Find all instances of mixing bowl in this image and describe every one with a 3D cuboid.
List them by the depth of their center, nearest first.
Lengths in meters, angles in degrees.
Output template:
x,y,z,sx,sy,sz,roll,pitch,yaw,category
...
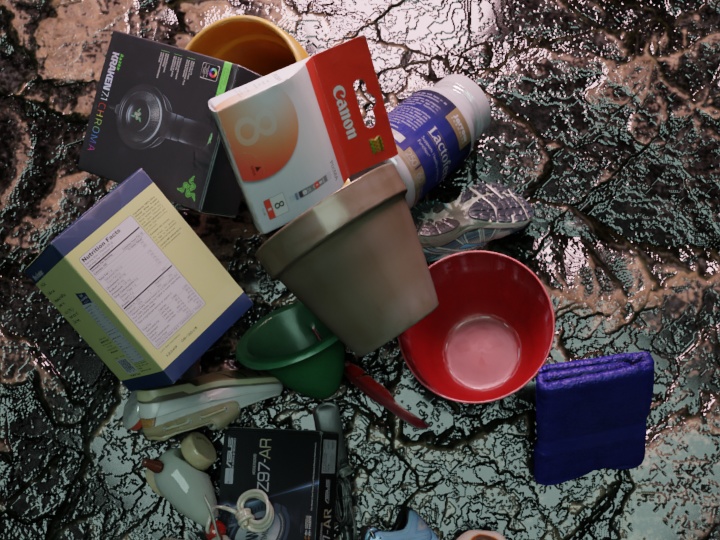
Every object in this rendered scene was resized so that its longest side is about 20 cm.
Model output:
x,y,z,sx,sy,sz,roll,pitch,yaw,category
0.153,0.088,1.151,0.197,0.109,0.203,-6,64,12,mixing bowl

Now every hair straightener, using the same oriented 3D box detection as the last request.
x,y,z,sx,sy,sz,roll,pitch,yaw,category
-0.033,0.271,1.153,0.040,0.077,0.204,-4,77,-7,hair straightener

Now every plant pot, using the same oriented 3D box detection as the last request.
x,y,z,sx,sy,sz,roll,pitch,yaw,category
0.000,0.000,1.068,0.198,0.200,0.175,-32,88,-3,plant pot
-0.124,-0.213,1.189,0.197,0.183,0.204,-1,88,22,plant pot

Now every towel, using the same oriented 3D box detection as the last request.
x,y,z,sx,sy,sz,roll,pitch,yaw,category
0.282,0.180,1.100,0.145,0.202,0.050,-11,43,-2,towel

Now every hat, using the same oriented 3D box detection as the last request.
x,y,z,sx,sy,sz,roll,pitch,yaw,category
-0.052,0.154,1.182,0.165,0.199,0.178,-33,115,-28,hat

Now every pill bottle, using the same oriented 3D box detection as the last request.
x,y,z,sx,sy,sz,roll,pitch,yaw,category
0.081,-0.172,1.191,0.116,0.116,0.200,42,60,11,pill bottle

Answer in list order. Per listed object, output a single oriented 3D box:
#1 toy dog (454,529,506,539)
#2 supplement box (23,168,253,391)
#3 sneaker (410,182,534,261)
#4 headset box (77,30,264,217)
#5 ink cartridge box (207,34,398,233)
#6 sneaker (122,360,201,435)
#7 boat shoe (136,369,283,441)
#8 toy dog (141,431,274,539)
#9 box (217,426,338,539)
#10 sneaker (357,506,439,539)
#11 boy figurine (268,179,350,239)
x,y,z,sx,sy,sz,roll,pitch,yaw,category
0.143,0.421,1.088,0.191,0.140,0.203,13,73,3,toy dog
-0.266,0.020,1.055,0.134,0.199,0.201,-45,103,-28,supplement box
0.141,-0.059,1.217,0.197,0.087,0.078,-11,52,-19,sneaker
-0.217,-0.173,1.077,0.197,0.093,0.177,20,96,20,headset box
-0.055,-0.154,1.023,0.198,0.050,0.164,-24,123,-8,ink cartridge box
-0.245,0.136,1.212,0.081,0.077,0.202,33,73,-23,sneaker
-0.193,0.173,1.168,0.197,0.074,0.070,-5,94,-25,boat shoe
-0.215,0.295,1.121,0.199,0.096,0.133,35,98,33,toy dog
-0.108,0.304,1.136,0.158,0.043,0.204,-3,77,31,box
0.009,0.364,1.102,0.199,0.078,0.091,-28,86,-36,sneaker
-0.034,-0.094,1.235,0.124,0.064,0.201,38,86,20,boy figurine
